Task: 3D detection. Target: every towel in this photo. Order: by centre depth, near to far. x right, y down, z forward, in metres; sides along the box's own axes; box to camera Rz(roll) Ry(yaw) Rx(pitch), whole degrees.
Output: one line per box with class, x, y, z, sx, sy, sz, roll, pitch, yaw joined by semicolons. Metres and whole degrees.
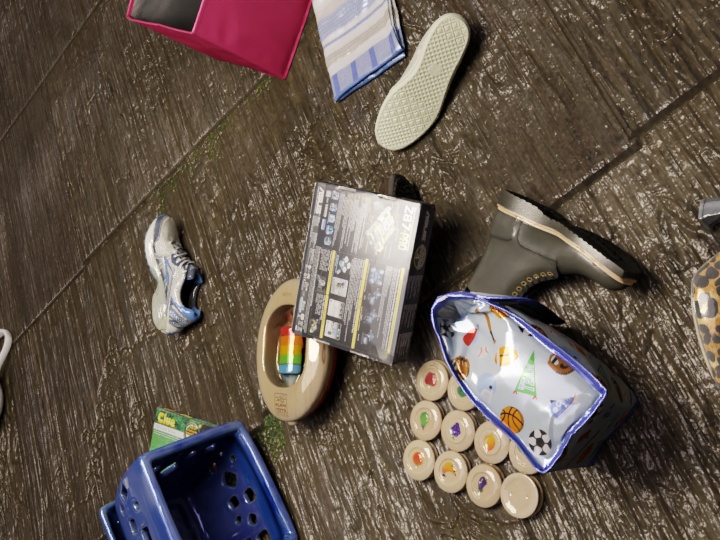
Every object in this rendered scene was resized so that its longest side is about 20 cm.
towel;-0.007;-0.372;1.215;0.146;0.024;0.204;-26;66;34

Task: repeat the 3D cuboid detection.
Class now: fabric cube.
fabric cube;-0.214;-0.444;1.288;0.198;0.198;0.200;24;97;39

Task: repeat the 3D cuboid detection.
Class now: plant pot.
plant pot;-0.237;0.358;1.142;0.180;0.198;0.202;-42;71;33

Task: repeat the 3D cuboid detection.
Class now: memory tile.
memory tile;0.139;0.200;0.986;0.198;0.017;0.156;9;88;40

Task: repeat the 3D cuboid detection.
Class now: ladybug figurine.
ladybug figurine;-0.084;0.116;1.151;0.134;0.071;0.204;-1;80;39

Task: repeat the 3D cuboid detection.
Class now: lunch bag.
lunch bag;0.176;0.101;0.859;0.200;0.169;0.125;42;100;31

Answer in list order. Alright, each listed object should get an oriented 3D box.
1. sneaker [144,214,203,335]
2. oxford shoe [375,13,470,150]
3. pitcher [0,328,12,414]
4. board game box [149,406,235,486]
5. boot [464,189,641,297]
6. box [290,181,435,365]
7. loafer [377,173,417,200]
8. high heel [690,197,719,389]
sneaker;-0.302;0.001;1.367;0.084;0.077;0.204;-15;79;26
oxford shoe;0.085;-0.252;1.097;0.202;0.074;0.058;-60;10;24
pitcher;-0.796;0.232;1.708;0.170;0.121;0.202;-34;49;13
board game box;-0.268;0.291;1.304;0.197;0.023;0.107;8;89;40
boot;0.213;0.010;0.933;0.200;0.076;0.140;42;114;49
box;0.000;0.000;1.032;0.159;0.049;0.204;14;98;32
loafer;0.031;-0.028;1.082;0.070;0.072;0.204;-1;81;37
high heel;0.392;0.010;0.771;0.141;0.071;0.204;-9;67;45
